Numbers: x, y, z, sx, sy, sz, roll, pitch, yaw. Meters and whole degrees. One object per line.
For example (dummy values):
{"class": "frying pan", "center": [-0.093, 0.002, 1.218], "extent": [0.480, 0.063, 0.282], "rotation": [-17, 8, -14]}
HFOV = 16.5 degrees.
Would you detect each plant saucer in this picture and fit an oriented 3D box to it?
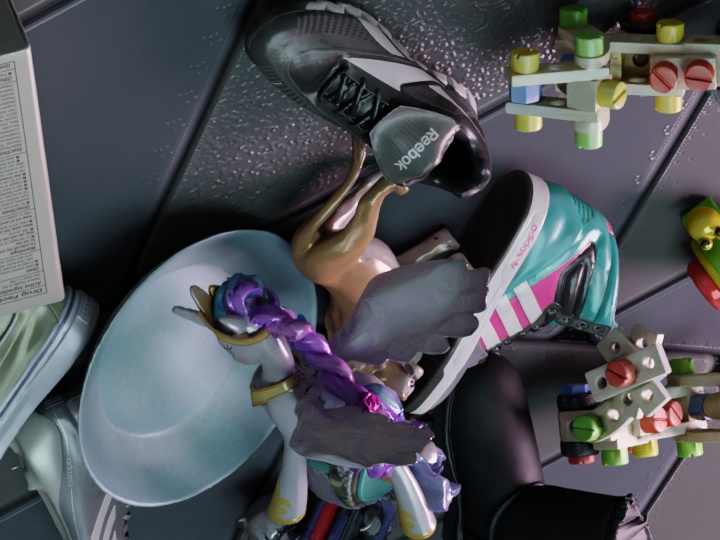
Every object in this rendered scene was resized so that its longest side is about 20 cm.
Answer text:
{"class": "plant saucer", "center": [-0.114, 0.057, 1.622], "extent": [0.201, 0.039, 0.201], "rotation": [-27, 133, -33]}

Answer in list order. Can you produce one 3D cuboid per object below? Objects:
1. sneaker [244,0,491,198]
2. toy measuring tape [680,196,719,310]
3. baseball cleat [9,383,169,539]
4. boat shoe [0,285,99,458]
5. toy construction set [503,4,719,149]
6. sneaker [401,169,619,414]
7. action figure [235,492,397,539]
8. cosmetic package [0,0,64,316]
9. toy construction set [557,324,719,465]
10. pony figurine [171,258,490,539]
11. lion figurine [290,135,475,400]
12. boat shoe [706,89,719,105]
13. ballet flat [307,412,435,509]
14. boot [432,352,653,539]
{"class": "sneaker", "center": [0.015, -0.100, 1.520], "extent": [0.066, 0.091, 0.200], "rotation": [-45, 135, 18]}
{"class": "toy measuring tape", "center": [0.288, 0.013, 1.788], "extent": [0.074, 0.074, 0.200], "rotation": [-37, 137, 12]}
{"class": "baseball cleat", "center": [-0.169, 0.153, 1.698], "extent": [0.106, 0.070, 0.200], "rotation": [-24, 139, -2]}
{"class": "boat shoe", "center": [-0.244, 0.078, 1.600], "extent": [0.062, 0.072, 0.200], "rotation": [32, 111, -17]}
{"class": "toy construction set", "center": [0.194, -0.114, 1.550], "extent": [0.200, 0.131, 0.092], "rotation": [17, 114, 8]}
{"class": "sneaker", "center": [0.112, 0.028, 1.710], "extent": [0.121, 0.084, 0.200], "rotation": [17, 122, -26]}
{"class": "action figure", "center": [-0.035, 0.245, 1.805], "extent": [0.105, 0.200, 0.193], "rotation": [-6, 126, 36]}
{"class": "cosmetic package", "center": [-0.237, -0.063, 1.445], "extent": [0.104, 0.073, 0.200], "rotation": [-14, 137, -14]}
{"class": "toy construction set", "center": [0.219, 0.098, 1.789], "extent": [0.131, 0.092, 0.200], "rotation": [-4, 167, 39]}
{"class": "pony figurine", "center": [-0.009, 0.084, 1.569], "extent": [0.193, 0.167, 0.200], "rotation": [4, 138, 27]}
{"class": "lion figurine", "center": [0.000, 0.000, 1.633], "extent": [0.122, 0.072, 0.200], "rotation": [-35, 132, 5]}
{"class": "boat shoe", "center": [0.290, -0.168, 1.594], "extent": [0.075, 0.086, 0.202], "rotation": [8, 128, -32]}
{"class": "ballet flat", "center": [0.012, 0.131, 1.765], "extent": [0.072, 0.072, 0.200], "rotation": [-42, 162, 17]}
{"class": "boot", "center": [0.130, 0.159, 1.739], "extent": [0.073, 0.162, 0.198], "rotation": [-11, 106, -40]}
